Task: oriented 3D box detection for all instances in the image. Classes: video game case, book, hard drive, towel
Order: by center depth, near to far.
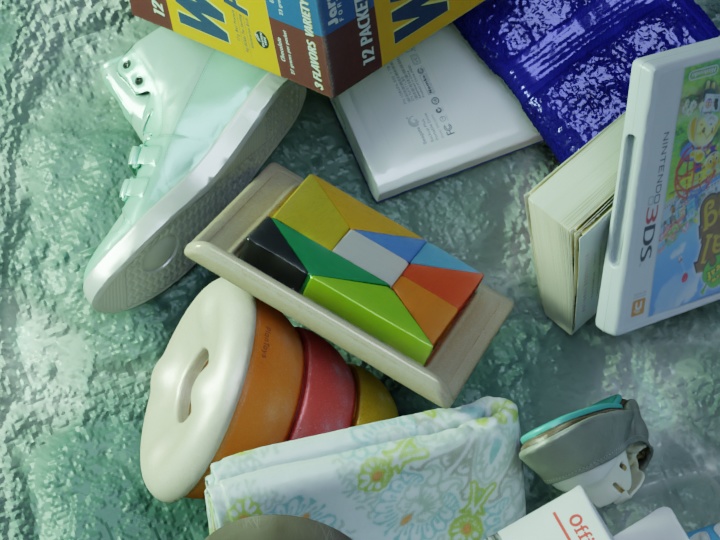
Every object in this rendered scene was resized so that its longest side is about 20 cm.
[{"bbox_3d":[0.006,0.173,1.634,0.199,0.172,0.048,-12,33,-12],"label":"towel"},{"bbox_3d":[0.234,-0.065,1.714,0.200,0.183,0.022,-17,34,-39],"label":"video game case"},{"bbox_3d":[0.194,-0.061,1.754,0.200,0.134,0.048,-42,63,-18],"label":"book"},{"bbox_3d":[0.147,-0.171,1.802,0.147,0.050,0.200,-34,79,-18],"label":"towel"},{"bbox_3d":[0.076,-0.139,1.821,0.199,0.025,0.132,-20,75,-14],"label":"hard drive"}]

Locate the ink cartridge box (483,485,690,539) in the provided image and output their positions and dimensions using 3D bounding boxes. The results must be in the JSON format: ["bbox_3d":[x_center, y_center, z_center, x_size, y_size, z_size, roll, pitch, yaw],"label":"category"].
[{"bbox_3d":[0.110,0.209,1.587,0.200,0.068,0.116,-30,48,0],"label":"ink cartridge box"}]

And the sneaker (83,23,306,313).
[{"bbox_3d":[-0.138,-0.072,1.752,0.118,0.074,0.201,34,79,23],"label":"sneaker"}]

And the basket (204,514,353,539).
[{"bbox_3d":[-0.055,0.245,1.500,0.180,0.136,0.200,-11,39,16],"label":"basket"}]

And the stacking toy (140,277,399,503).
[{"bbox_3d":[-0.026,0.100,1.686,0.199,0.146,0.147,21,68,-18],"label":"stacking toy"}]

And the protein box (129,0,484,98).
[{"bbox_3d":[-0.024,-0.237,1.716,0.200,0.135,0.198,-35,42,-31],"label":"protein box"}]

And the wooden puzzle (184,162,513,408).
[{"bbox_3d":[0.000,0.000,1.684,0.185,0.200,0.037,30,111,4],"label":"wooden puzzle"}]

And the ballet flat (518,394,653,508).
[{"bbox_3d":[0.147,0.114,1.660,0.067,0.200,0.064,-26,85,14],"label":"ballet flat"}]

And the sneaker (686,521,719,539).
[{"bbox_3d":[0.239,0.255,1.687,0.080,0.077,0.201,-3,68,6],"label":"sneaker"}]
